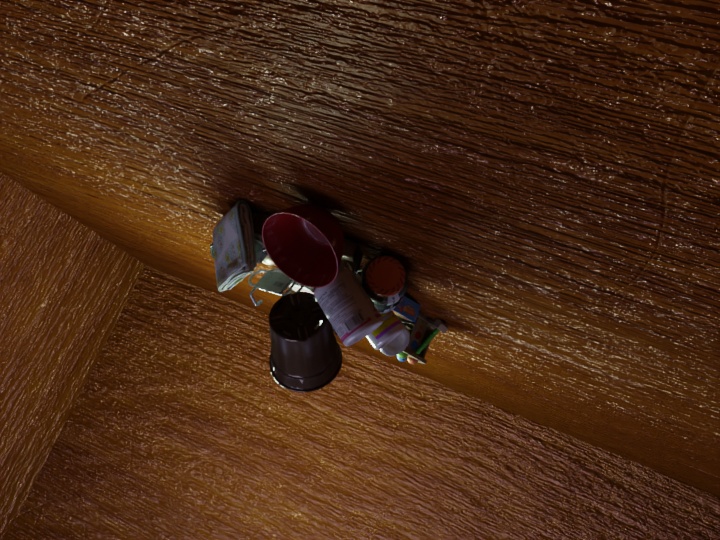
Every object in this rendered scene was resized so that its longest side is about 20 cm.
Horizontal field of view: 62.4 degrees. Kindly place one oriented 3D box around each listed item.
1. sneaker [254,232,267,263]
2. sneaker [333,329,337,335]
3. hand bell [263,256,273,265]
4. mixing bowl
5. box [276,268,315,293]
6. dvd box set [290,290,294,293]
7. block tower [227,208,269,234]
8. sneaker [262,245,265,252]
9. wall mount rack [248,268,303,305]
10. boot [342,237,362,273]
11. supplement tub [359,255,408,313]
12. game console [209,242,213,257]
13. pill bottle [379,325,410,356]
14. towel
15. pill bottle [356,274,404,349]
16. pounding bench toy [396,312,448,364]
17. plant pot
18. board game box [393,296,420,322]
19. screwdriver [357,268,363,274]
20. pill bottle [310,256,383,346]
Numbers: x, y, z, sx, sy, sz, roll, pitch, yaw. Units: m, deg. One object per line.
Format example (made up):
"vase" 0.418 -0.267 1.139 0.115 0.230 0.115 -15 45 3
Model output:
"sneaker" -0.316 -0.061 1.626 0.074 0.083 0.199 32 165 -34
"sneaker" -0.042 0.069 1.586 0.098 0.203 0.070 -14 179 41
"hand bell" -0.196 -0.027 1.628 0.104 0.105 0.200 35 180 -41
"mixing bowl" -0.113 -0.073 1.344 0.198 0.109 0.202 19 135 20
"box" -0.149 0.021 1.825 0.127 0.110 0.200 16 167 29
"dvd box set" -0.144 0.098 1.929 0.200 0.146 0.030 39 163 39
"block tower" -0.294 -0.126 1.642 0.198 0.058 0.054 15 165 39
"sneaker" -0.180 -0.090 1.570 0.066 0.092 0.199 -15 169 39
"wall mount rack" -0.206 0.036 1.636 0.198 0.174 0.075 13 140 38
"boot" -0.076 -0.048 1.544 0.153 0.074 0.201 21 156 11
"supplement tub" 0.057 0.035 1.513 0.121 0.124 0.200 23 167 3
"game console" -0.359 -0.070 1.836 0.174 0.118 0.200 26 167 -8
"pill bottle" 0.070 0.183 1.935 0.112 0.113 0.200 32 -174 -34
"towel" -0.341 -0.062 1.582 0.048 0.203 0.170 8 154 -39
"pill bottle" 0.026 0.112 1.650 0.201 0.104 0.104 53 172 13
"pounding bench toy" 0.184 0.228 1.967 0.124 0.158 0.199 32 164 -34
"plant pot" -0.148 0.175 1.525 0.198 0.201 0.200 19 142 17
"board game box" 0.055 0.086 1.813 0.194 0.057 0.200 15 171 34
"screwdriver" 0.000 0.000 1.684 0.029 0.028 0.200 -5 178 -22
"pill bottle" -0.042 0.069 1.431 0.201 0.113 0.113 57 172 12
